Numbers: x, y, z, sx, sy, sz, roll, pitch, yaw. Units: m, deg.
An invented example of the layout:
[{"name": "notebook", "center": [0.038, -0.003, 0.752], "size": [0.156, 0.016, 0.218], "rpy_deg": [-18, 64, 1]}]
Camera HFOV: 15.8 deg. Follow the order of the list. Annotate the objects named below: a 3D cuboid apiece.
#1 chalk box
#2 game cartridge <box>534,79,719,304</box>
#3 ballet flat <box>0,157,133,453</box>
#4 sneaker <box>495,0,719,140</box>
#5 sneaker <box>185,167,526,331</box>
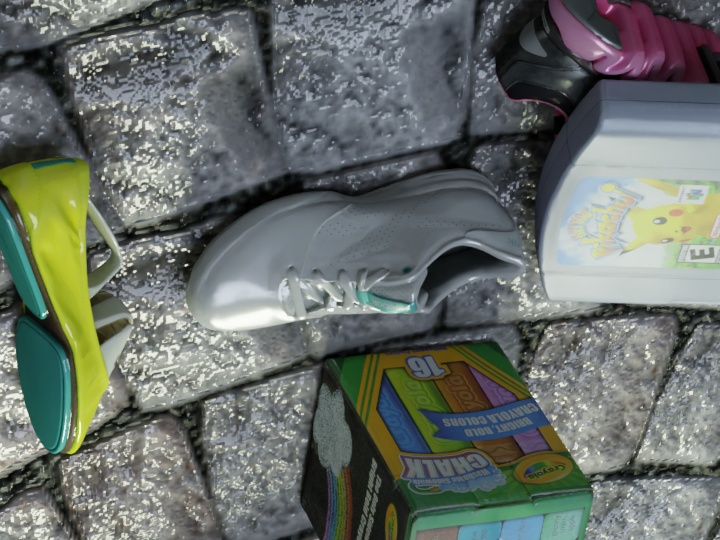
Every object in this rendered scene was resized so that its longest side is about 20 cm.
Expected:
[{"name": "chalk box", "center": [0.059, 0.154, 1.581], "size": [0.123, 0.200, 0.125], "rpy_deg": [-5, 128, -22]}, {"name": "game cartridge", "center": [0.171, -0.041, 1.537], "size": [0.133, 0.041, 0.200], "rpy_deg": [4, 147, -3]}, {"name": "ballet flat", "center": [-0.162, 0.019, 1.464], "size": [0.067, 0.067, 0.201], "rpy_deg": [-26, 133, -23]}, {"name": "sneaker", "center": [0.160, -0.102, 1.527], "size": [0.200, 0.079, 0.095], "rpy_deg": [26, 127, -34]}, {"name": "sneaker", "center": [0.000, 0.000, 1.508], "size": [0.199, 0.089, 0.075], "rpy_deg": [-18, 133, -12]}]
